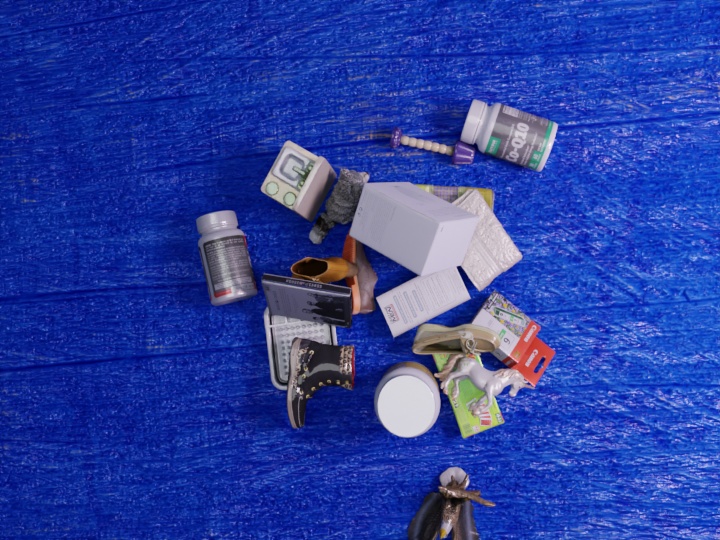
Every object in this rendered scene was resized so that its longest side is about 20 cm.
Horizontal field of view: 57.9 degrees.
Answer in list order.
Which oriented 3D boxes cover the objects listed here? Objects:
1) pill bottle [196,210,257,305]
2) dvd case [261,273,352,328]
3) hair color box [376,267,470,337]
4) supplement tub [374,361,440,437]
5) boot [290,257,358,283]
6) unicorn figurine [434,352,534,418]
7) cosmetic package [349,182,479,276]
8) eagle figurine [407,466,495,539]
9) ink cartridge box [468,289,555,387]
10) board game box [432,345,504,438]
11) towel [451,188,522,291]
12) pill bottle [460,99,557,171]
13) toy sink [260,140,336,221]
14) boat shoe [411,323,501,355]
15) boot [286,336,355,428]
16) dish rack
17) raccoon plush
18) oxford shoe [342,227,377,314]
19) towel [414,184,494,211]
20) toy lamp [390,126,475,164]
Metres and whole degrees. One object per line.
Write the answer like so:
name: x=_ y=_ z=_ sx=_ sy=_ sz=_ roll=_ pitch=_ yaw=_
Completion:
pill bottle: x=-0.316 y=-0.030 z=1.526 sx=0.111 sy=0.114 sz=0.205 roll=-14 pitch=86 yaw=5
dvd case: x=-0.115 y=0.070 z=1.444 sx=0.194 sy=0.152 sz=0.025 roll=10 pitch=58 yaw=6
hair color box: x=0.144 y=0.064 z=1.498 sx=0.196 sy=0.061 sz=0.101 roll=-27 pitch=85 yaw=4
supplement tub: x=0.103 y=0.281 z=1.423 sx=0.141 sy=0.200 sz=0.150 roll=0 pitch=88 yaw=6
boot: x=-0.116 y=0.002 z=1.459 sx=0.197 sy=0.143 sz=0.073 roll=-10 pitch=80 yaw=33
unicorn figurine: x=0.268 y=0.248 z=1.419 sx=0.198 sy=0.074 sz=0.138 roll=37 pitch=81 yaw=12
cosmetic package: x=0.117 y=-0.095 z=1.398 sx=0.198 sy=0.198 sz=0.126 roll=29 pitch=112 yaw=28
eagle figurine: x=0.196 y=0.562 z=1.455 sx=0.151 sy=0.148 sz=0.205 roll=39 pitch=130 yaw=45
ink cartridge box: x=0.344 y=0.152 z=1.457 sx=0.199 sy=0.051 sz=0.109 roll=39 pitch=66 yaw=6
board game box: x=0.243 y=0.264 z=1.485 sx=0.099 sy=0.048 sz=0.205 roll=-21 pitch=86 yaw=4
towel: x=0.264 y=-0.073 z=1.481 sx=0.131 sy=0.034 sz=0.202 roll=-36 pitch=85 yaw=5
pill bottle: x=0.332 y=-0.308 z=1.466 sx=0.195 sy=0.113 sz=0.116 roll=20 pitch=90 yaw=7
toy sink: x=-0.142 y=-0.204 z=1.470 sx=0.110 sy=0.200 sz=0.133 roll=29 pitch=92 yaw=6
boat shoe: x=0.209 y=0.160 z=1.423 sx=0.196 sy=0.074 sz=0.064 roll=4 pitch=49 yaw=27
boot: x=-0.088 y=0.256 z=1.471 sx=0.146 sy=0.073 sz=0.206 roll=2 pitch=83 yaw=6
dish rack: x=-0.135 y=0.171 z=1.533 sx=0.167 sy=0.044 sz=0.206 roll=-7 pitch=87 yaw=5
raccoon plush: x=-0.046 y=-0.142 z=1.489 sx=0.095 sy=0.134 sz=0.203 roll=29 pitch=91 yaw=5
oxford shoe: x=0.000 y=0.000 z=1.524 sx=0.071 sy=0.071 sz=0.206 roll=0 pitch=84 yaw=-22
towel: x=0.214 y=-0.125 z=1.517 sx=0.194 sy=0.023 sz=0.148 roll=6 pitch=89 yaw=6
toy lamp: x=0.169 y=-0.288 z=1.513 sx=0.195 sy=0.058 sz=0.060 roll=16 pitch=89 yaw=9
